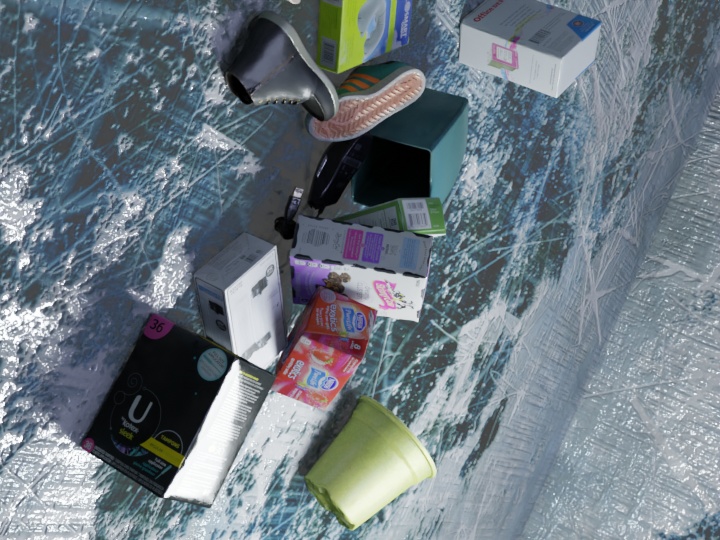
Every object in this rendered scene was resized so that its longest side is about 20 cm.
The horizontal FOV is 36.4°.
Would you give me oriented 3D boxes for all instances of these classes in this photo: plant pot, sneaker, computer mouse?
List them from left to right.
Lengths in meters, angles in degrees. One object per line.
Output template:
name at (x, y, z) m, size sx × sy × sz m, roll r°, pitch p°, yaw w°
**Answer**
sneaker at (-0.107, -0.240, 1.445) m, size 0.106 × 0.075 × 0.200 m, roll -55°, pitch 142°, yaw -12°
computer mouse at (-0.065, -0.132, 1.624) m, size 0.200 × 0.046 × 0.140 m, roll -60°, pitch 158°, yaw 14°
sneaker at (-0.004, -0.253, 1.615) m, size 0.200 × 0.080 × 0.072 m, roll -27°, pitch 128°, yaw -21°
plant pot at (0.004, 0.364, 1.996) m, size 0.184 × 0.200 × 0.201 m, roll -43°, pitch 146°, yaw -18°
plant pot at (0.093, -0.200, 1.752) m, size 0.200 × 0.141 × 0.142 m, roll -50°, pitch 149°, yaw -42°

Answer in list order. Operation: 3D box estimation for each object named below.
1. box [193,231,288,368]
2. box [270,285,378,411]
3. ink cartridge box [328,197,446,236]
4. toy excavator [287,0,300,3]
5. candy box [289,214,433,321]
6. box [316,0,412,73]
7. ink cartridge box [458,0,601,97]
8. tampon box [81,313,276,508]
box at (-0.168, 0.060, 1.568) m, size 0.117 × 0.060 × 0.200 m, roll -44°, pitch 145°, yaw -36°
box at (-0.059, 0.122, 1.660) m, size 0.200 × 0.099 × 0.096 m, roll 124°, pitch -13°, yaw -55°
ink cartridge box at (0.021, -0.061, 1.682) m, size 0.104 × 0.200 × 0.060 m, roll -5°, pitch 82°, yaw -48°
toy excavator at (-0.018, -0.439, 1.428) m, size 0.194 × 0.100 × 0.201 m, roll -10°, pitch 128°, yaw -57°
candy box at (0.000, 0.000, 1.618) m, size 0.168 × 0.199 × 0.072 m, roll 93°, pitch 6°, yaw -64°
box at (0.015, -0.369, 1.576) m, size 0.200 × 0.048 × 0.122 m, roll -34°, pitch 139°, yaw -45°
ink cartridge box at (0.288, -0.393, 1.878) m, size 0.145 × 0.200 × 0.085 m, roll -43°, pitch 149°, yaw -36°
tampon box at (-0.237, 0.186, 1.445) m, size 0.200 × 0.150 × 0.126 m, roll -63°, pitch 153°, yaw -6°
